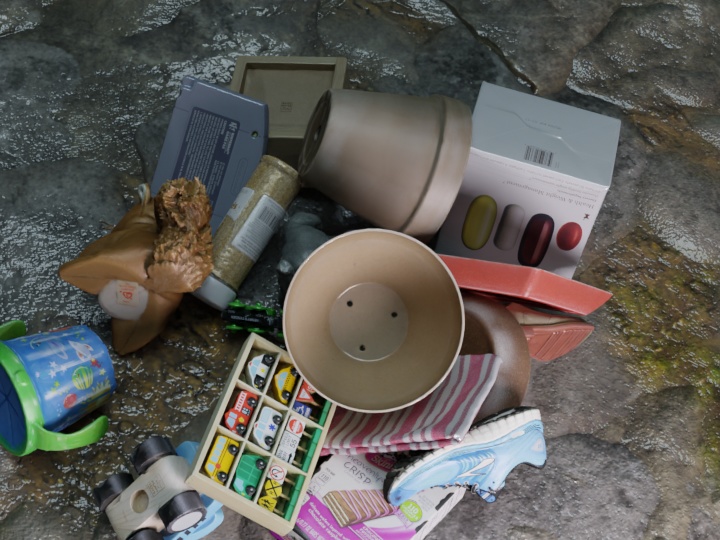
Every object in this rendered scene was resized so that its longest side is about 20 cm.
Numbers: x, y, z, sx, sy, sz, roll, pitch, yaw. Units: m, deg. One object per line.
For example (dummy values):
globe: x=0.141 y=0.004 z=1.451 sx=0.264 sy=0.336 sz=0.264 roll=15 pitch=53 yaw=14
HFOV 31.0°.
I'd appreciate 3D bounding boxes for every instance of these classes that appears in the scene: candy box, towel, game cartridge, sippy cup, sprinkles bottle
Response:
candy box: x=0.013 y=0.265 z=1.482 sx=0.136 sy=0.061 sz=0.200 roll=38 pitch=55 yaw=17
towel: x=0.052 y=0.151 z=1.480 sx=0.200 sy=0.030 sz=0.146 roll=-9 pitch=31 yaw=32
game cartridge: x=-0.196 y=-0.140 z=1.697 sx=0.133 sy=0.200 sz=0.041 roll=21 pitch=14 yaw=7
sippy cup: x=-0.360 y=0.128 z=1.496 sx=0.130 sy=0.140 sz=0.178 roll=-22 pitch=84 yaw=-35
sprinkles bottle: x=-0.147 y=-0.048 z=1.646 sx=0.068 sy=0.068 sz=0.200 roll=29 pitch=81 yaw=14

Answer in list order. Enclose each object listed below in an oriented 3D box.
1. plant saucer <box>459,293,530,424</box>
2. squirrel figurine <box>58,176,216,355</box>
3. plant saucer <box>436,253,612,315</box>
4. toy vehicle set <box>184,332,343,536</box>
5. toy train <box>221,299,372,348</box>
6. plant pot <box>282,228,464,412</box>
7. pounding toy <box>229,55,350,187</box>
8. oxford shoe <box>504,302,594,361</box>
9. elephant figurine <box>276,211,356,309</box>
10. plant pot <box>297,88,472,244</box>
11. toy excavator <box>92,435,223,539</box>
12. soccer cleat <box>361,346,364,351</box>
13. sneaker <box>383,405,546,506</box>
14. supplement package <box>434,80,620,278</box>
plant saucer: x=0.105 y=0.119 z=1.550 sx=0.200 sy=0.037 sz=0.201 roll=-13 pitch=64 yaw=29
squirrel figurine: x=-0.251 y=-0.030 z=1.604 sx=0.200 sy=0.142 sz=0.187 roll=-27 pitch=26 yaw=24
plant saucer: x=0.181 y=0.018 z=1.611 sx=0.199 sy=0.200 sz=0.037 roll=9 pitch=85 yaw=38
toy vehicle set: x=-0.103 y=0.178 z=1.431 sx=0.124 sy=0.027 sz=0.200 roll=30 pitch=48 yaw=-11
toy train: x=-0.075 y=0.067 z=1.598 sx=0.199 sy=0.056 sz=0.042 roll=7 pitch=91 yaw=19
plant pot: x=0.013 y=0.059 z=1.478 sx=0.200 sy=0.134 sz=0.201 roll=0 pitch=86 yaw=-2
pounding toy: x=-0.082 y=-0.209 z=1.809 sx=0.184 sy=0.142 sz=0.200 roll=2 pitch=52 yaw=7
oxford shoe: x=0.216 y=0.068 z=1.632 sx=0.200 sy=0.071 sz=0.074 roll=2 pitch=46 yaw=-43
elephant figurine: x=0.000 y=0.000 z=1.636 sx=0.199 sy=0.142 sz=0.155 roll=8 pitch=49 yaw=0
plant pot: x=0.020 y=-0.145 z=1.635 sx=0.173 sy=0.200 sz=0.200 roll=17 pitch=50 yaw=-15
toy excavator: x=-0.168 y=0.242 z=1.454 sx=0.194 sy=0.200 sz=0.100 roll=-43 pitch=62 yaw=15
soccer cleat: x=-0.056 y=0.134 z=1.558 sx=0.069 sy=0.085 sz=0.200 roll=37 pitch=56 yaw=19
sneaker: x=0.121 y=0.224 z=1.446 sx=0.200 sy=0.078 sz=0.090 roll=-21 pitch=90 yaw=-8
supplement package: x=0.218 y=-0.107 z=1.710 sx=0.191 sy=0.200 sz=0.147 roll=17 pitch=46 yaw=4
